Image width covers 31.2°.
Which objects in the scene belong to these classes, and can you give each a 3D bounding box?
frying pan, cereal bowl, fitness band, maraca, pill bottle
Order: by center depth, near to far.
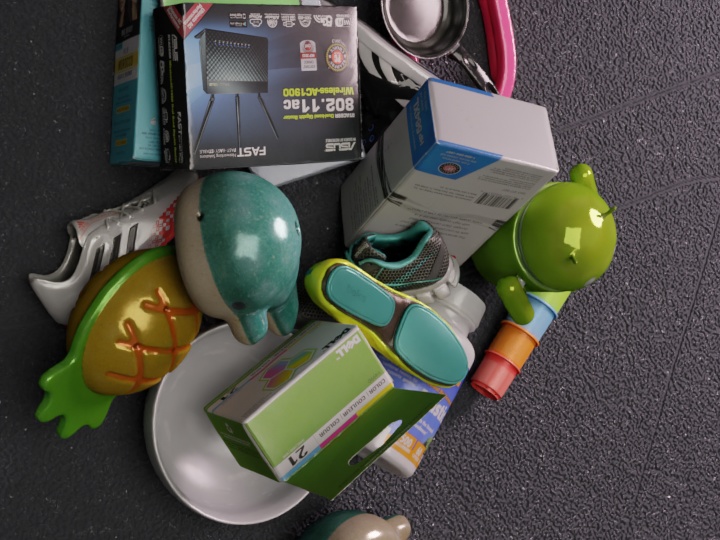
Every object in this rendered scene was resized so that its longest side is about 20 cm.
[{"bbox_3d":[-0.219,0.064,1.176,0.200,0.107,0.137,-52,150,-13],"label":"maraca"},{"bbox_3d":[-0.127,0.147,1.292,0.198,0.083,0.202,-1,92,-27],"label":"cereal bowl"},{"bbox_3d":[0.052,0.106,1.367,0.112,0.112,0.201,36,76,-23],"label":"pill bottle"},{"bbox_3d":[0.094,-0.268,1.389,0.189,0.031,0.116,26,79,-32],"label":"frying pan"},{"bbox_3d":[0.102,-0.254,1.427,0.143,0.037,0.202,-13,96,-26],"label":"fitness band"}]

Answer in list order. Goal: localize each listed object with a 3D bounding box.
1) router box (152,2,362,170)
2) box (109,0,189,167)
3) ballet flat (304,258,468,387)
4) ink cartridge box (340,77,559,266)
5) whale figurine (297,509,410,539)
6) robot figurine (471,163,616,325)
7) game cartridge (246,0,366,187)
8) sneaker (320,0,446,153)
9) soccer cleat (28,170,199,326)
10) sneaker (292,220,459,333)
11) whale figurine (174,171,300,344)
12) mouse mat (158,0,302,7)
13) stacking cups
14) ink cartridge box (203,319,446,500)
[{"bbox_3d":[-0.094,-0.174,1.224,0.199,0.062,0.151,-7,99,-34],"label":"router box"},{"bbox_3d":[-0.203,-0.203,1.246,0.049,0.082,0.202,3,89,-27],"label":"box"},{"bbox_3d":[0.023,0.050,1.281,0.199,0.067,0.067,36,71,-27],"label":"ballet flat"},{"bbox_3d":[0.085,-0.094,1.327,0.145,0.200,0.085,10,57,-27],"label":"ink cartridge box"},{"bbox_3d":[-0.001,0.328,1.367,0.200,0.103,0.160,40,71,-47],"label":"whale figurine"},{"bbox_3d":[0.193,-0.035,1.386,0.116,0.200,0.176,42,72,-20],"label":"robot figurine"},{"bbox_3d":[-0.084,-0.190,1.312,0.132,0.040,0.202,-18,99,-10],"label":"game cartridge"},{"bbox_3d":[0.006,-0.189,1.361,0.199,0.073,0.112,35,103,-4],"label":"sneaker"},{"bbox_3d":[-0.234,-0.034,1.242,0.200,0.068,0.085,-50,121,-12],"label":"soccer cleat"},{"bbox_3d":[0.000,0.000,1.322,0.198,0.078,0.092,-19,139,-2],"label":"sneaker"},{"bbox_3d":[-0.091,-0.010,1.179,0.200,0.103,0.160,50,29,-58],"label":"whale figurine"},{"bbox_3d":[-0.120,-0.226,1.246,0.160,0.008,0.202,-10,100,-35],"label":"mouse mat"},{"bbox_3d":[0.196,0.057,1.471,0.060,0.060,0.201,36,77,-23],"label":"stacking cups"},{"bbox_3d":[-0.035,0.121,1.181,0.148,0.200,0.076,-39,107,-22],"label":"ink cartridge box"}]
